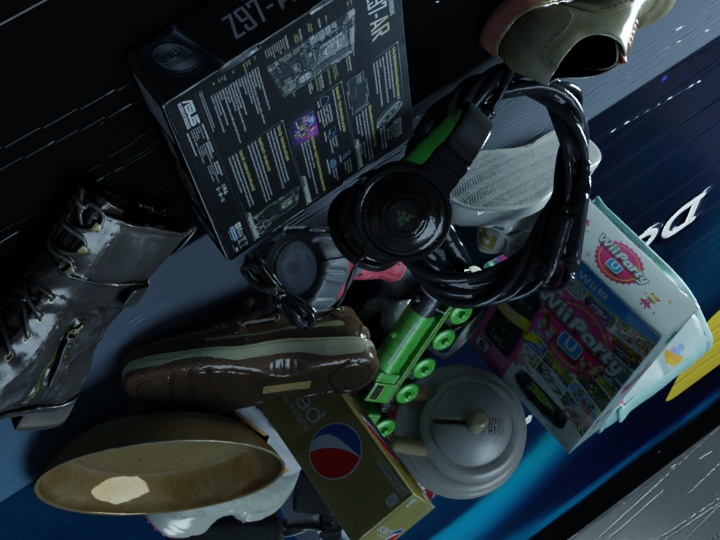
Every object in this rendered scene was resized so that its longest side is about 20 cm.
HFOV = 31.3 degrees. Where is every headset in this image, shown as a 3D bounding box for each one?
[{"bbox_3d":[0.009,-0.046,0.890,0.200,0.094,0.123,-52,-171,-15],"label":"headset"}]

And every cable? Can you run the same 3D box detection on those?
[{"bbox_3d":[0.104,-0.072,1.002,0.161,0.051,0.202,1,107,-14],"label":"cable"}]

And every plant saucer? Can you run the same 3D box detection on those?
[{"bbox_3d":[-0.160,0.152,1.030,0.198,0.036,0.201,-7,155,-3],"label":"plant saucer"}]

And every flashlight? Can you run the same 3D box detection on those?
[{"bbox_3d":[0.000,0.000,1.032,0.068,0.068,0.199,-35,161,25],"label":"flashlight"}]

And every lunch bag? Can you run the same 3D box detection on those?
[{"bbox_3d":[0.240,0.052,1.319,0.170,0.200,0.122,-30,156,-22],"label":"lunch bag"}]

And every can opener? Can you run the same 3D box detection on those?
[{"bbox_3d":[-0.094,0.249,1.287,0.198,0.067,0.053,-5,-178,-10],"label":"can opener"}]

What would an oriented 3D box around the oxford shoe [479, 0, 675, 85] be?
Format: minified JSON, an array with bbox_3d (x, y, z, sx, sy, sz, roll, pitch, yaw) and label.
[{"bbox_3d":[0.179,-0.177,0.965,0.199,0.075,0.071,-24,152,-34],"label":"oxford shoe"}]

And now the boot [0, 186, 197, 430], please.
[{"bbox_3d":[-0.204,0.020,0.781,0.175,0.069,0.199,-54,158,19],"label":"boot"}]

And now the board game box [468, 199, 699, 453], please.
[{"bbox_3d":[0.194,0.050,1.162,0.064,0.148,0.201,-30,158,-35],"label":"board game box"}]

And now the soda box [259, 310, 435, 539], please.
[{"bbox_3d":[-0.027,0.131,1.058,0.064,0.200,0.068,-40,153,2],"label":"soda box"}]

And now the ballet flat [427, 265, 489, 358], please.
[{"bbox_3d":[0.050,0.070,1.244,0.199,0.062,0.068,-38,157,-3],"label":"ballet flat"}]

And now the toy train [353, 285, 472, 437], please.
[{"bbox_3d":[0.027,0.087,1.106,0.056,0.042,0.201,11,120,-40],"label":"toy train"}]

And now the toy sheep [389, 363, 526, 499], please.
[{"bbox_3d":[0.092,0.150,1.205,0.137,0.138,0.200,-36,176,-7],"label":"toy sheep"}]

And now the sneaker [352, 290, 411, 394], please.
[{"bbox_3d":[-0.011,0.093,1.171,0.201,0.075,0.081,-58,161,22],"label":"sneaker"}]

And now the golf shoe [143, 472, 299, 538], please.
[{"bbox_3d":[-0.115,0.187,1.200,0.199,0.075,0.092,-10,138,-54],"label":"golf shoe"}]

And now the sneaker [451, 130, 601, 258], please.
[{"bbox_3d":[0.123,-0.048,1.123,0.199,0.074,0.116,-19,147,-42],"label":"sneaker"}]

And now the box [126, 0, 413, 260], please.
[{"bbox_3d":[-0.046,-0.105,0.797,0.160,0.044,0.200,-35,157,-10],"label":"box"}]

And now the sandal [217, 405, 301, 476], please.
[{"bbox_3d":[-0.104,0.134,1.116,0.059,0.079,0.207,-40,148,-1],"label":"sandal"}]

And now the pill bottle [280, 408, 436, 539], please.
[{"bbox_3d":[0.013,0.223,1.403,0.199,0.113,0.113,-28,155,-26],"label":"pill bottle"}]

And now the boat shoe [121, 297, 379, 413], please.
[{"bbox_3d":[-0.089,0.062,1.007,0.200,0.075,0.075,-1,142,-22],"label":"boat shoe"}]
